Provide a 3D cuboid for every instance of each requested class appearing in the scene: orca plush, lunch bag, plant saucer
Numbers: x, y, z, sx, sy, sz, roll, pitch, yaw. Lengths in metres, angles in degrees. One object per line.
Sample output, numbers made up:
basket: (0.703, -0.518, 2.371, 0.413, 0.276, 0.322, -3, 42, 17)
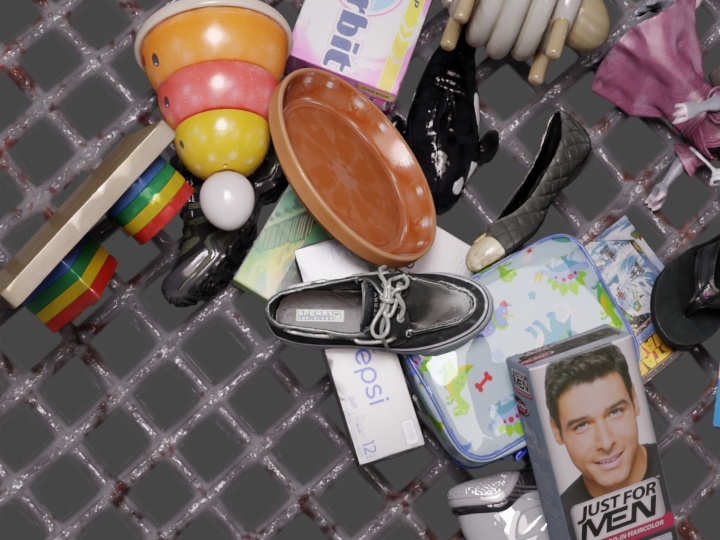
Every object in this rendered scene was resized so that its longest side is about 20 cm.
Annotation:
orca plush: (0.093, -0.156, 1.722, 0.104, 0.071, 0.201, 27, 77, 0)
lunch bag: (0.140, 0.076, 1.634, 0.199, 0.082, 0.162, -29, 81, -8)
plant saucer: (-0.010, -0.089, 1.630, 0.032, 0.200, 0.201, -36, 82, 29)

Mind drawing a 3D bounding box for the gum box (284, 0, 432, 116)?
gum box: (0.009, -0.256, 1.736, 0.112, 0.066, 0.202, 20, 78, 0)

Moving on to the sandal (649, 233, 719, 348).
sandal: (0.341, -0.004, 1.701, 0.200, 0.048, 0.075, -39, 85, -29)

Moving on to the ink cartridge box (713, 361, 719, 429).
ink cartridge box: (0.400, 0.058, 1.662, 0.145, 0.084, 0.202, 18, 77, -47)

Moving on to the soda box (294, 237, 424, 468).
soda box: (-0.002, 0.072, 1.635, 0.063, 0.068, 0.202, -17, 82, -4)

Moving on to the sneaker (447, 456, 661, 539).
sneaker: (0.184, 0.230, 1.655, 0.198, 0.075, 0.116, -12, 81, -3)

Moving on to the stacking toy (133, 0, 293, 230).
stacking toy: (-0.124, -0.130, 1.617, 0.144, 0.146, 0.202, -4, 64, -6)

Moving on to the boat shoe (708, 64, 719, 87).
boat shoe: (0.417, -0.233, 1.769, 0.073, 0.075, 0.200, 44, 77, 4)

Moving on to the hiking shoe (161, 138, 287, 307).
hiking shoe: (-0.141, -0.059, 1.687, 0.100, 0.076, 0.201, 28, 68, 9)

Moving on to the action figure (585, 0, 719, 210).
action figure: (0.315, -0.155, 1.737, 0.149, 0.134, 0.200, -38, 81, -30)

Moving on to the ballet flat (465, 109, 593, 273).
ballet flat: (0.150, -0.070, 1.698, 0.057, 0.066, 0.200, 49, 56, -15)

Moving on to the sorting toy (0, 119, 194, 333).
sorting toy: (-0.234, -0.029, 1.608, 0.070, 0.199, 0.200, 44, 78, -12)

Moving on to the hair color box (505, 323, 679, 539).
hair color box: (0.201, 0.159, 1.573, 0.098, 0.061, 0.202, -17, 101, -12)

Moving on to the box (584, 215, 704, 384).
box: (0.211, 0.063, 1.706, 0.199, 0.040, 0.137, -36, 83, -11)

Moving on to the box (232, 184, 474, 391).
box: (0.000, 0.000, 1.700, 0.199, 0.036, 0.145, 30, 78, 2)

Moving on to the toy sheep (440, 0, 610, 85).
toy sheep: (0.138, -0.255, 1.680, 0.198, 0.138, 0.139, 23, 77, -6)

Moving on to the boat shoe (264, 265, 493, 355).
boat shoe: (0.016, 0.031, 1.567, 0.197, 0.068, 0.074, 2, 79, 4)
